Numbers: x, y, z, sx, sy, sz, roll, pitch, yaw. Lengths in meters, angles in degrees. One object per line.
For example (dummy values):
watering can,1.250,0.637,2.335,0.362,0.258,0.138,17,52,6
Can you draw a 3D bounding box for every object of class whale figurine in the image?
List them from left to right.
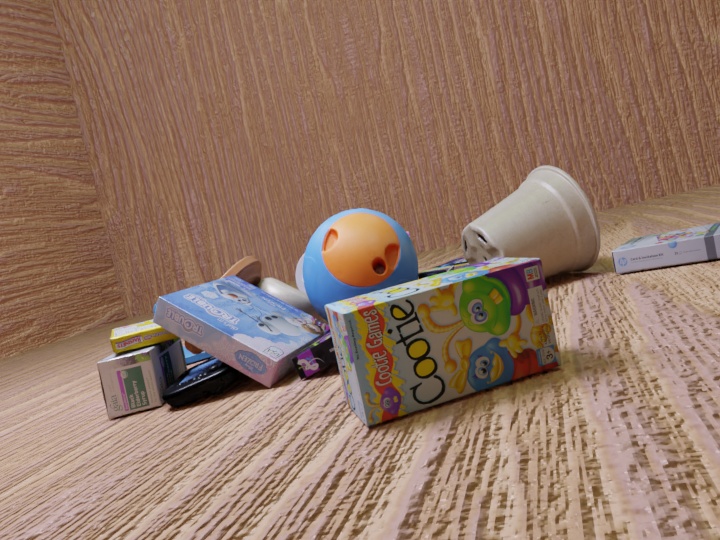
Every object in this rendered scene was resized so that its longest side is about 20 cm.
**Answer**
whale figurine,-0.133,0.088,1.212,0.156,0.106,0.200,23,-7,17

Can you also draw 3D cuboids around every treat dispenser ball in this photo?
treat dispenser ball,0.000,0.000,1.089,0.195,0.207,0.201,-13,3,1

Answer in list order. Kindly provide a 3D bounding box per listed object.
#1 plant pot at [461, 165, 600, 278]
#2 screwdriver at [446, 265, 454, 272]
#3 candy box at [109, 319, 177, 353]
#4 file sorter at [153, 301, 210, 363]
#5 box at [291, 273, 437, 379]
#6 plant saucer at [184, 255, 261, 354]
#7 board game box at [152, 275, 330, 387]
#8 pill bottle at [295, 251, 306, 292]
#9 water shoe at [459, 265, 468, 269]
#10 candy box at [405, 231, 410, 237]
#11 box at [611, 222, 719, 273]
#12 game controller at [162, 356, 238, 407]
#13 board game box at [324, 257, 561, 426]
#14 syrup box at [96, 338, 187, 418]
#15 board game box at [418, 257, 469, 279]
plant pot,0.285,-0.055,1.147,0.180,0.205,0.200,-25,7,-16
screwdriver,0.101,0.034,0.966,0.028,0.029,0.201,-38,-16,-27
candy box,-0.332,0.095,1.003,0.100,0.027,0.199,-16,4,-20
file sorter,-0.345,0.112,1.326,0.135,0.126,0.199,-15,4,-22
box,0.015,0.071,0.874,0.197,0.037,0.143,-29,-2,18
plant saucer,-0.238,0.066,1.163,0.203,0.032,0.201,-56,-7,-10
board game box,-0.163,0.079,0.950,0.196,0.044,0.198,25,17,14
pill bottle,-0.045,0.021,1.428,0.109,0.115,0.198,-11,-15,30
water shoe,0.173,0.030,0.966,0.070,0.081,0.200,-11,4,17
candy box,0.046,0.007,1.288,0.132,0.063,0.201,-13,-24,3
box,0.525,-0.041,1.047,0.196,0.042,0.154,-12,3,37
game controller,-0.222,0.149,0.940,0.101,0.043,0.200,-14,3,-4
board game box,0.076,0.062,0.632,0.195,0.108,0.103,-15,4,-12
syrup box,-0.322,0.151,0.982,0.079,0.081,0.200,-13,3,-4
board game box,0.243,0.001,1.345,0.196,0.058,0.164,-11,6,37
